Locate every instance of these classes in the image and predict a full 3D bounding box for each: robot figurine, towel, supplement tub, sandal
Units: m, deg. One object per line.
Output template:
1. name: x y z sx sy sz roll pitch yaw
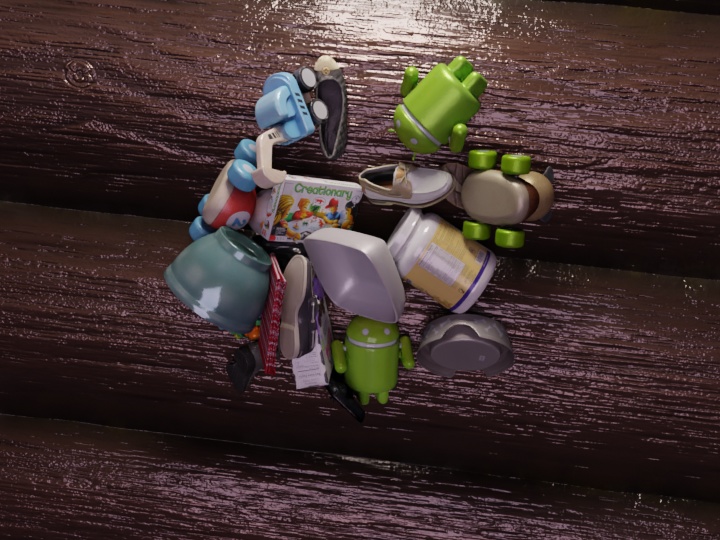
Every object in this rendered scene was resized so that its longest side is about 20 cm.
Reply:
1. robot figurine: 0.024 0.177 1.713 0.173 0.116 0.203 -1 106 -12
2. towel: -0.171 0.084 1.574 0.022 0.145 0.203 4 109 -15
3. robot figurine: 0.146 -0.306 1.545 0.200 0.115 0.176 -43 76 17
4. supplement tub: 0.154 -0.023 1.624 0.199 0.146 0.146 33 107 -4
5. sandal: 0.238 -0.153 1.627 0.198 0.054 0.081 18 97 -16

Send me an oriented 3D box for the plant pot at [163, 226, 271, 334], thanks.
1. plant pot: -0.249 0.004 1.536 0.199 0.200 0.135 36 102 -6

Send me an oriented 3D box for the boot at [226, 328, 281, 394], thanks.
1. boot: -0.211 0.193 1.755 0.068 0.130 0.200 57 150 13

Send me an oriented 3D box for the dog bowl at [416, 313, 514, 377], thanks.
1. dog bowl: 0.214 0.154 1.667 0.197 0.059 0.201 4 149 2

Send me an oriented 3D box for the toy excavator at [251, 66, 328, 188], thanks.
1. toy excavator: -0.154 -0.268 1.534 0.099 0.199 0.197 -15 99 43

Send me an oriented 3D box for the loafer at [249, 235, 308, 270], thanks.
1. loafer: -0.198 -0.046 1.700 0.198 0.068 0.071 11 78 7

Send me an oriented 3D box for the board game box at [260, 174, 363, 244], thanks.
1. board game box: -0.093 -0.118 1.615 0.198 0.035 0.128 1 114 -40

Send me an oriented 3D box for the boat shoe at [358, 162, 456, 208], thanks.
1. boat shoe: 0.085 -0.168 1.583 0.198 0.076 0.068 -4 150 32

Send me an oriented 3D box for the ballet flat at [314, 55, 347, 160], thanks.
1. ballet flat: -0.056 -0.318 1.601 0.065 0.057 0.203 -4 106 6

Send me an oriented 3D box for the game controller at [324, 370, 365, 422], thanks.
1. game controller: -0.040 0.259 1.706 0.042 0.200 0.105 -36 99 -4

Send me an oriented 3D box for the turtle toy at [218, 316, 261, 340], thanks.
1. turtle toy: -0.237 0.063 1.703 0.144 0.101 0.202 18 116 0

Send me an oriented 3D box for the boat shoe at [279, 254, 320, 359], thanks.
1. boat shoe: -0.112 0.068 1.560 0.072 0.062 0.203 18 106 47

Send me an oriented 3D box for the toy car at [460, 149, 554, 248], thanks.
1. toy car: 0.307 -0.145 1.570 0.157 0.198 0.167 18 111 46

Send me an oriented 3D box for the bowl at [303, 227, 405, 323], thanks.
1. bowl: 0.000 0.000 1.606 0.198 0.075 0.201 15 140 42

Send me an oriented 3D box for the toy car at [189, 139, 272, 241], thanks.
1. toy car: -0.205 -0.118 1.629 0.199 0.178 0.185 31 118 -17

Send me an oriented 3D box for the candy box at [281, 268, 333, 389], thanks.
1. candy box: -0.107 0.116 1.679 0.071 0.168 0.203 -9 106 6
